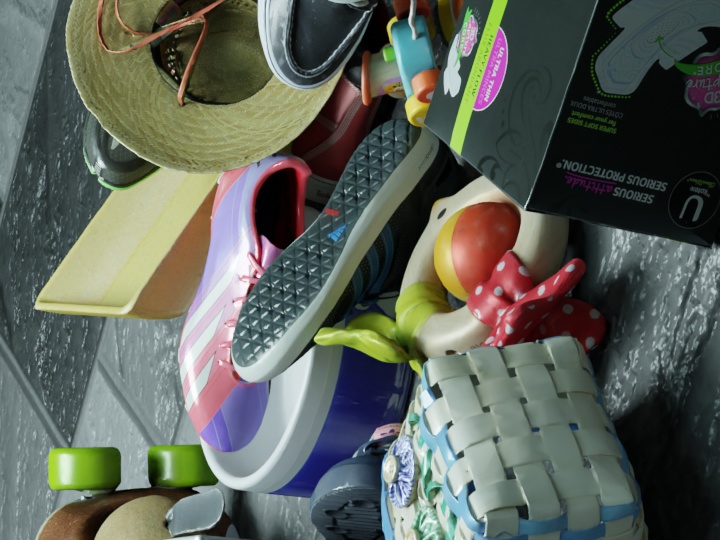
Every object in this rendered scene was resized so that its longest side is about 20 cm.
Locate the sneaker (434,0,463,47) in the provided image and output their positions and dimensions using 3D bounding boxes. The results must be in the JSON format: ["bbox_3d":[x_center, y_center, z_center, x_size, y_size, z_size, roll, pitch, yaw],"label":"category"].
[{"bbox_3d":[0.088,-0.218,1.430,0.090,0.070,0.201,-37,48,35],"label":"sneaker"}]

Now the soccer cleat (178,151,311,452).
[{"bbox_3d":[-0.073,0.019,1.489,0.076,0.066,0.201,-9,70,58],"label":"soccer cleat"}]

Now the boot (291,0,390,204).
[{"bbox_3d":[-0.034,-0.160,1.646,0.200,0.072,0.145,53,128,46],"label":"boot"}]

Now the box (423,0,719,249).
[{"bbox_3d":[0.140,-0.136,1.215,0.149,0.124,0.201,45,120,60],"label":"box"}]

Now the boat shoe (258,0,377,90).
[{"bbox_3d":[-0.009,-0.188,1.341,0.068,0.071,0.201,-101,30,-57],"label":"boat shoe"}]

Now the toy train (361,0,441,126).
[{"bbox_3d":[0.017,-0.169,1.451,0.200,0.055,0.151,-91,-13,-72],"label":"toy train"}]

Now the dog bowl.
[{"bbox_3d":[-0.041,0.057,1.568,0.200,0.078,0.201,-34,51,56],"label":"dog bowl"}]

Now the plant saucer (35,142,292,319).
[{"bbox_3d":[-0.132,-0.038,1.621,0.200,0.048,0.200,-56,22,-15],"label":"plant saucer"}]

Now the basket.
[{"bbox_3d":[0.083,0.145,1.230,0.177,0.138,0.201,-108,9,-47],"label":"basket"}]

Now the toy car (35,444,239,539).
[{"bbox_3d":[-0.134,0.207,1.618,0.200,0.157,0.165,-10,81,62],"label":"toy car"}]

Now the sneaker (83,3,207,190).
[{"bbox_3d":[-0.129,-0.146,1.604,0.200,0.077,0.084,-52,-1,-2],"label":"sneaker"}]

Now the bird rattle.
[{"bbox_3d":[0.068,0.007,1.349,0.200,0.112,0.164,-28,40,55],"label":"bird rattle"}]

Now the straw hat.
[{"bbox_3d":[-0.091,-0.147,1.521,0.085,0.200,0.202,47,-137,-69],"label":"straw hat"}]

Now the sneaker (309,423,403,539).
[{"bbox_3d":[0.010,0.126,1.377,0.200,0.070,0.083,85,-166,-73],"label":"sneaker"}]

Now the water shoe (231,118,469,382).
[{"bbox_3d":[0.000,0.000,1.442,0.200,0.079,0.071,-54,34,-5],"label":"water shoe"}]

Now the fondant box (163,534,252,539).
[{"bbox_3d":[-0.040,0.201,1.375,0.144,0.199,0.059,-19,66,61],"label":"fondant box"}]
